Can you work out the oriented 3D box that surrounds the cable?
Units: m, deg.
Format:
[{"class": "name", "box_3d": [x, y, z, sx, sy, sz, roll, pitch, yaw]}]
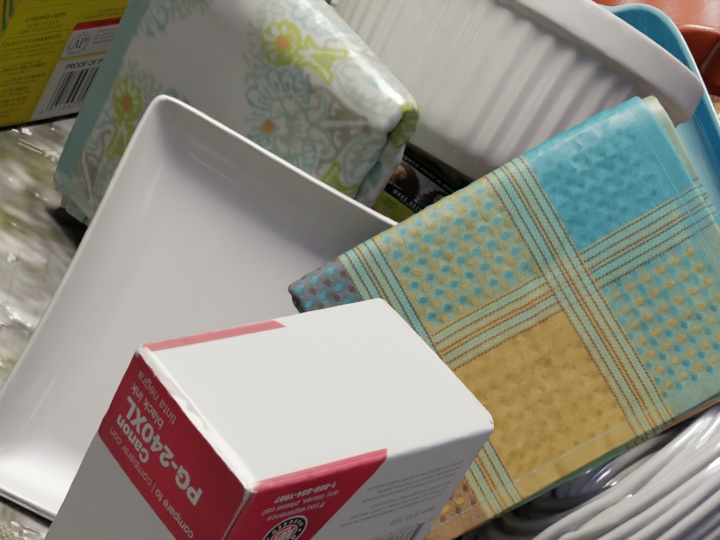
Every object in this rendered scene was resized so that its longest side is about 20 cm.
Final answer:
[{"class": "cable", "box_3d": [0.147, 0.107, 1.108, 0.069, 0.199, 0.200, 56, 29, -9]}]

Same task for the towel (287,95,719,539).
[{"class": "towel", "box_3d": [0.085, 0.024, 1.044, 0.147, 0.199, 0.022, 62, -6, 0]}]

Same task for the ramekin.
[{"class": "ramekin", "box_3d": [0.070, -0.100, 1.171, 0.199, 0.105, 0.200, 30, 3, -2]}]

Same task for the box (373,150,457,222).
[{"class": "box", "box_3d": [0.000, 0.000, 1.250, 0.075, 0.050, 0.200, 37, 33, 3]}]

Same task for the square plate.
[{"class": "square plate", "box_3d": [-0.056, 0.051, 1.048, 0.197, 0.201, 0.028, 28, -5, -7]}]

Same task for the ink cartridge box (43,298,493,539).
[{"class": "ink cartridge box", "box_3d": [-0.056, 0.120, 0.917, 0.145, 0.201, 0.083, -11, 49, -47]}]

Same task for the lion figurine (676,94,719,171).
[{"class": "lion figurine", "box_3d": [0.181, -0.106, 1.395, 0.073, 0.122, 0.201, 58, 9, -58]}]

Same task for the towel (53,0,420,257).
[{"class": "towel", "box_3d": [-0.066, -0.061, 1.126, 0.048, 0.201, 0.171, -16, 54, -48]}]

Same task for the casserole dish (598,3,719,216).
[{"class": "casserole dish", "box_3d": [0.156, -0.067, 1.320, 0.039, 0.120, 0.201, 52, 17, -62]}]

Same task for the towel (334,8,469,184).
[{"class": "towel", "box_3d": [0.058, -0.106, 1.399, 0.147, 0.022, 0.200, 47, 18, 17]}]

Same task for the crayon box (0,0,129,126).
[{"class": "crayon box", "box_3d": [-0.151, -0.170, 1.198, 0.051, 0.200, 0.127, 47, 35, 20]}]

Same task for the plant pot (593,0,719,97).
[{"class": "plant pot", "box_3d": [0.231, -0.166, 1.550, 0.200, 0.201, 0.196, 27, 42, -11]}]

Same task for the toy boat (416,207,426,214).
[{"class": "toy boat", "box_3d": [0.070, 0.021, 1.151, 0.131, 0.130, 0.200, 47, -1, -9]}]

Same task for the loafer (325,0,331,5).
[{"class": "loafer", "box_3d": [-0.067, -0.102, 1.187, 0.070, 0.201, 0.070, 28, 27, 14]}]
